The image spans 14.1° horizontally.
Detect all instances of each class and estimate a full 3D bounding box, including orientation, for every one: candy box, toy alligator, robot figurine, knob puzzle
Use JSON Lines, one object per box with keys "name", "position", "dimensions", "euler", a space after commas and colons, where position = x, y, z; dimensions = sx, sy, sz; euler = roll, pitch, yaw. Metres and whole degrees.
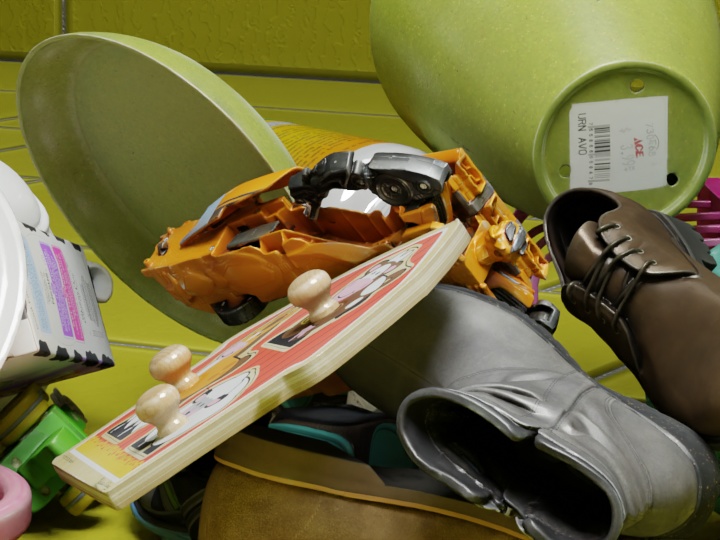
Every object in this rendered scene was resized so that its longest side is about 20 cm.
{"name": "candy box", "position": [-0.225, 0.034, 1.437], "dimensions": [0.168, 0.072, 0.200], "euler": [-16, -5, 4]}
{"name": "toy alligator", "position": [-0.161, 0.094, 1.451], "dimensions": [0.054, 0.059, 0.200], "euler": [-44, 6, -3]}
{"name": "robot figurine", "position": [0.000, 0.000, 1.368], "dimensions": [0.200, 0.145, 0.058], "euler": [-15, 34, 38]}
{"name": "knob puzzle", "position": [-0.042, 0.029, 1.248], "dimensions": [0.220, 0.030, 0.220], "euler": [-32, 7, 4]}

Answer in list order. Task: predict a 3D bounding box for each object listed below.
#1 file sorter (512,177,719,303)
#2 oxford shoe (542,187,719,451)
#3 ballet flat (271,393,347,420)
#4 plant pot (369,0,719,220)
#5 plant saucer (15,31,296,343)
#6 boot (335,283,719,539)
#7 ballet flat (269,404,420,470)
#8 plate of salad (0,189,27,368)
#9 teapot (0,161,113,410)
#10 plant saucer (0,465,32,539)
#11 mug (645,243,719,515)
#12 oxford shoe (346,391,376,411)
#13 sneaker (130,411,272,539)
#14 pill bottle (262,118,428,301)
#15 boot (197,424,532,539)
{"name": "file sorter", "position": [0.144, 0.033, 1.554], "dimensions": [0.125, 0.139, 0.200], "euler": [-1, 9, -1]}
{"name": "oxford shoe", "position": [0.129, 0.020, 1.298], "dimensions": [0.084, 0.073, 0.200], "euler": [27, 11, -26]}
{"name": "ballet flat", "position": [-0.047, 0.059, 1.647], "dimensions": [0.075, 0.068, 0.200], "euler": [-23, 2, 21]}
{"name": "plant pot", "position": [0.112, -0.098, 1.498], "dimensions": [0.187, 0.187, 0.200], "euler": [-1, 25, -9]}
{"name": "plant saucer", "position": [-0.090, -0.045, 1.480], "dimensions": [0.200, 0.200, 0.031], "euler": [9, 44, 44]}
{"name": "boot", "position": [0.048, 0.057, 1.230], "dimensions": [0.200, 0.070, 0.132], "euler": [23, 10, 28]}
{"name": "ballet flat", "position": [0.022, 0.096, 1.376], "dimensions": [0.073, 0.073, 0.200], "euler": [-5, 8, -29]}
{"name": "plate of salad", "position": [-0.246, 0.017, 1.305], "dimensions": [0.200, 0.200, 0.048], "euler": [2, -31, 8]}
{"name": "teapot", "position": [-0.246, -0.013, 1.623], "dimensions": [0.200, 0.146, 0.197], "euler": [17, 21, -11]}
{"name": "plant saucer", "position": [-0.244, 0.119, 1.270], "dimensions": [0.200, 0.051, 0.201], "euler": [1, 8, 0]}
{"name": "mug", "position": [0.220, 0.039, 1.387], "dimensions": [0.152, 0.185, 0.114], "euler": [34, -8, -22]}
{"name": "oxford shoe", "position": [0.062, 0.079, 1.434], "dimensions": [0.200, 0.074, 0.071], "euler": [7, 22, 43]}
{"name": "sneaker", "position": [-0.061, 0.092, 1.341], "dimensions": [0.071, 0.083, 0.200], "euler": [-2, 9, -15]}
{"name": "pill bottle", "position": [-0.009, -0.017, 1.556], "dimensions": [0.111, 0.111, 0.200], "euler": [-6, 12, -36]}
{"name": "boot", "position": [0.025, 0.123, 1.238], "dimensions": [0.200, 0.076, 0.074], "euler": [14, 1, -16]}
